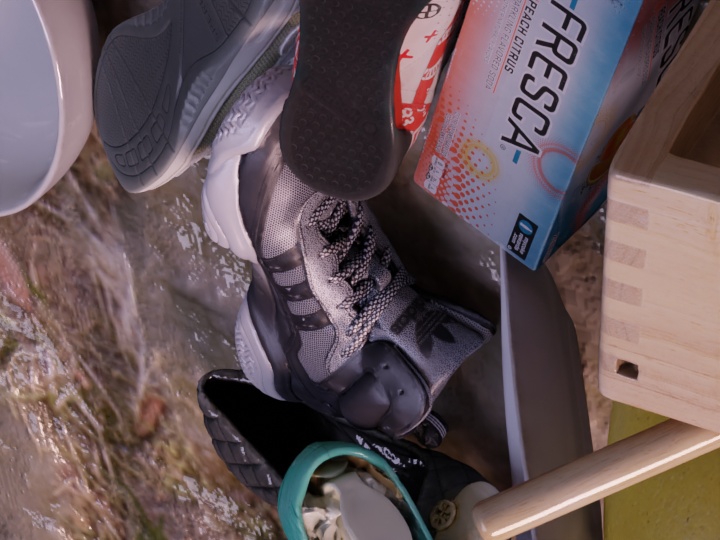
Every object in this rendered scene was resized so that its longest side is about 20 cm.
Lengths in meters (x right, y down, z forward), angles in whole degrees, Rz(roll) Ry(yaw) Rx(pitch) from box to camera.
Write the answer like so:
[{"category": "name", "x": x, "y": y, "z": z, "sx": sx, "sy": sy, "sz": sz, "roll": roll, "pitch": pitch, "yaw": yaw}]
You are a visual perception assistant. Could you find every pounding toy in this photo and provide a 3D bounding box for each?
[{"category": "pounding toy", "x": 0.158, "y": 0.003, "z": 0.802, "sx": 0.184, "sy": 0.200, "sz": 0.142, "roll": 17, "pitch": 136, "yaw": 20}]

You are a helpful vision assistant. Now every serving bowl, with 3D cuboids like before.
[{"category": "serving bowl", "x": -0.196, "y": -0.129, "z": 1.199, "sx": 0.200, "sy": 0.066, "sz": 0.200, "roll": 25, "pitch": 132, "yaw": 31}]

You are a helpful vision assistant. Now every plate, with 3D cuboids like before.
[{"category": "plate", "x": 0.082, "y": 0.113, "z": 1.013, "sx": 0.032, "sy": 0.200, "sz": 0.200, "roll": -4, "pitch": 132, "yaw": 3}]

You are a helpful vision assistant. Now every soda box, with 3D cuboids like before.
[{"category": "soda box", "x": 0.083, "y": -0.093, "z": 0.931, "sx": 0.068, "sy": 0.064, "sz": 0.200, "roll": 38, "pitch": 144, "yaw": 16}]

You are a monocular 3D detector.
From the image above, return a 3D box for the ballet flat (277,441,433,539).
[{"category": "ballet flat", "x": 0.021, "y": 0.161, "z": 1.064, "sx": 0.200, "sy": 0.067, "sz": 0.070, "roll": 60, "pitch": 168, "yaw": 17}]

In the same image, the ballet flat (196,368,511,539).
[{"category": "ballet flat", "x": -0.009, "y": 0.099, "z": 1.158, "sx": 0.200, "sy": 0.066, "sz": 0.057, "roll": 20, "pitch": 163, "yaw": 43}]

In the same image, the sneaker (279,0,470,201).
[{"category": "sneaker", "x": 0.018, "y": -0.131, "z": 0.942, "sx": 0.067, "sy": 0.108, "sz": 0.201, "roll": 19, "pitch": 135, "yaw": 3}]

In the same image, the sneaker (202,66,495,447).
[{"category": "sneaker", "x": 0.000, "y": 0.000, "z": 1.069, "sx": 0.114, "sy": 0.075, "sz": 0.200, "roll": 27, "pitch": 146, "yaw": 25}]

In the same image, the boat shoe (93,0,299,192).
[{"category": "boat shoe", "x": -0.062, "y": -0.098, "z": 1.090, "sx": 0.202, "sy": 0.065, "sz": 0.074, "roll": -48, "pitch": 58, "yaw": 50}]

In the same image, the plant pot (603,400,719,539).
[{"category": "plant pot", "x": 0.169, "y": 0.083, "z": 0.909, "sx": 0.200, "sy": 0.200, "sz": 0.142, "roll": -52, "pitch": 54, "yaw": 49}]
